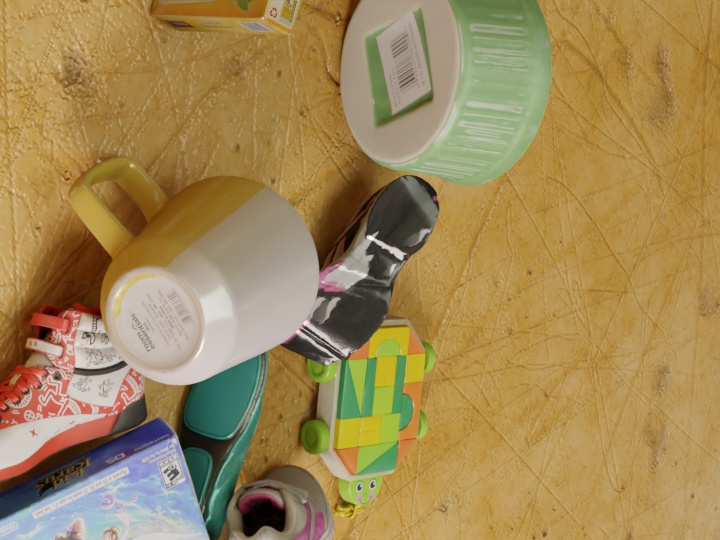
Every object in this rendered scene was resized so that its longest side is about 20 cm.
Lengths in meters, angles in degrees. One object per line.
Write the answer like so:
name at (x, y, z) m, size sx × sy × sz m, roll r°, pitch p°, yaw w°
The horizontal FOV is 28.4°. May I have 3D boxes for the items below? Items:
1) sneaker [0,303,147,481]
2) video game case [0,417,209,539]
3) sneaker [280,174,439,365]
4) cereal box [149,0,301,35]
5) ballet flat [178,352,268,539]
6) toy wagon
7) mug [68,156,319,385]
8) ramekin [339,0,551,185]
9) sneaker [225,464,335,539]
sneaker at (-0.254, 0.089, 1.086) m, size 0.200 × 0.067 × 0.109 m, roll -19°, pitch 107°, yaw -44°
video game case at (-0.215, 0.242, 1.130) m, size 0.199 × 0.045 × 0.183 m, roll -25°, pitch 117°, yaw -22°
sneaker at (0.000, 0.000, 1.326) m, size 0.080 × 0.086 × 0.200 m, roll 41°, pitch 89°, yaw -12°
cereal box at (-0.086, -0.289, 1.129) m, size 0.039 × 0.143 × 0.202 m, roll 21°, pitch 83°, yaw -46°
ballet flat at (-0.126, 0.153, 1.242) m, size 0.202 × 0.067 × 0.070 m, roll -70°, pitch 159°, yaw -9°
toy wagon at (0.009, 0.146, 1.389) m, size 0.154 × 0.039 × 0.202 m, roll -1°, pitch 98°, yaw -46°
mug at (-0.143, 0.011, 1.109) m, size 0.153 × 0.185 × 0.151 m, roll -42°, pitch 147°, yaw -65°
ramekin at (0.068, -0.179, 1.280) m, size 0.097 × 0.199 × 0.202 m, roll 0°, pitch 98°, yaw -38°
sneaker at (-0.071, 0.216, 1.236) m, size 0.200 × 0.080 × 0.089 m, roll -85°, pitch 165°, yaw -69°
